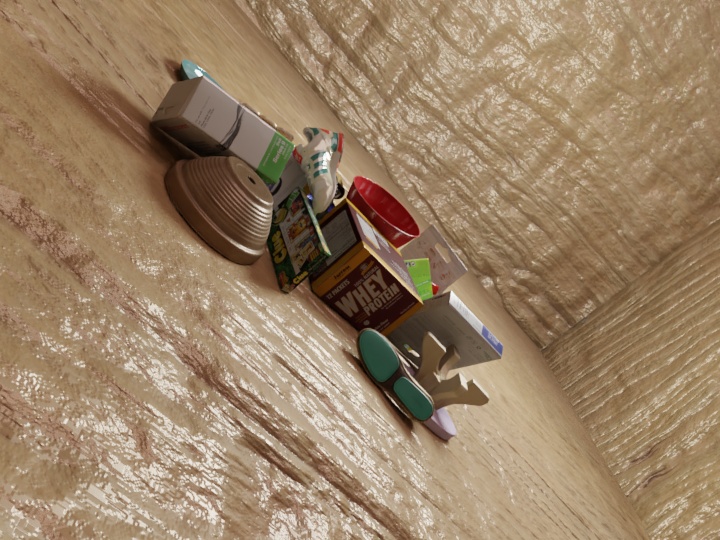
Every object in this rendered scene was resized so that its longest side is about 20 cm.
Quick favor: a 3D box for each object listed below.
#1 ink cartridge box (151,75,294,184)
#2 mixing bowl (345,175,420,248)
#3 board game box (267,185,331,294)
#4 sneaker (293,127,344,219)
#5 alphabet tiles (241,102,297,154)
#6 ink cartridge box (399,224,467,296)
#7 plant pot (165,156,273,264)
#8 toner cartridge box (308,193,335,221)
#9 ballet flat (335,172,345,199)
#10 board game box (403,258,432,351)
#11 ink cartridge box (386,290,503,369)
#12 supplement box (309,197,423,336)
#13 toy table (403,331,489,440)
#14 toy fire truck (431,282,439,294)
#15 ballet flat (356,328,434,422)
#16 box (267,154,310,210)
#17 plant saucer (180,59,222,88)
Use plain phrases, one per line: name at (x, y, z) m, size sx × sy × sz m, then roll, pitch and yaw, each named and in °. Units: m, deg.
ink cartridge box at (-0.235, -0.234, 1.095) m, size 0.199 × 0.085 × 0.145 m, roll 34°, pitch -13°, yaw -36°
mixing bowl at (0.029, -0.112, 1.476) m, size 0.199 × 0.108 × 0.201 m, roll 36°, pitch 23°, yaw -18°
board game box at (-0.119, -0.059, 1.137) m, size 0.023 × 0.105 × 0.201 m, roll 34°, pitch 21°, yaw -39°
sneaker at (-0.091, -0.191, 1.231) m, size 0.092 × 0.070 × 0.202 m, roll 16°, pitch 62°, yaw -15°
alphabet tiles at (-0.213, -0.281, 1.319) m, size 0.199 × 0.015 × 0.195 m, roll 32°, pitch -18°, yaw -17°
ink cartridge box at (0.164, 0.003, 1.686) m, size 0.161 × 0.200 × 0.047 m, roll 54°, pitch 15°, yaw 16°
plant pot at (-0.206, -0.116, 1.028) m, size 0.201 × 0.092 × 0.201 m, roll 48°, pitch 13°, yaw -14°
toner cartridge box at (-0.118, -0.157, 1.385) m, size 0.200 × 0.043 × 0.095 m, roll 35°, pitch 22°, yaw -48°
ballet flat at (-0.072, -0.187, 1.387) m, size 0.064 × 0.068 × 0.200 m, roll 65°, pitch 16°, yaw 3°
board game box at (0.120, 0.077, 1.447) m, size 0.030 × 0.094 × 0.203 m, roll 158°, pitch -74°, yaw -66°
ink cartridge box at (0.167, 0.139, 1.359) m, size 0.196 × 0.199 × 0.044 m, roll 44°, pitch 46°, yaw -28°
supplement box at (0.000, 0.000, 1.306) m, size 0.197 × 0.132 × 0.201 m, roll 43°, pitch 16°, yaw -31°
toy table at (0.155, 0.224, 1.262) m, size 0.200 × 0.117 × 0.184 m, roll 44°, pitch 15°, yaw -22°
toy fire truck at (0.085, 0.047, 1.566) m, size 0.167 × 0.113 × 0.200 m, roll 28°, pitch 4°, yaw 27°
ballet flat at (0.056, 0.194, 1.166) m, size 0.201 × 0.070 × 0.065 m, roll 54°, pitch -14°, yaw 2°
box at (-0.190, -0.198, 1.238) m, size 0.200 × 0.119 × 0.041 m, roll 47°, pitch -18°, yaw -13°
plant saucer at (-0.339, -0.394, 1.463) m, size 0.200 × 0.027 × 0.200 m, roll 48°, pitch 14°, yaw -15°
